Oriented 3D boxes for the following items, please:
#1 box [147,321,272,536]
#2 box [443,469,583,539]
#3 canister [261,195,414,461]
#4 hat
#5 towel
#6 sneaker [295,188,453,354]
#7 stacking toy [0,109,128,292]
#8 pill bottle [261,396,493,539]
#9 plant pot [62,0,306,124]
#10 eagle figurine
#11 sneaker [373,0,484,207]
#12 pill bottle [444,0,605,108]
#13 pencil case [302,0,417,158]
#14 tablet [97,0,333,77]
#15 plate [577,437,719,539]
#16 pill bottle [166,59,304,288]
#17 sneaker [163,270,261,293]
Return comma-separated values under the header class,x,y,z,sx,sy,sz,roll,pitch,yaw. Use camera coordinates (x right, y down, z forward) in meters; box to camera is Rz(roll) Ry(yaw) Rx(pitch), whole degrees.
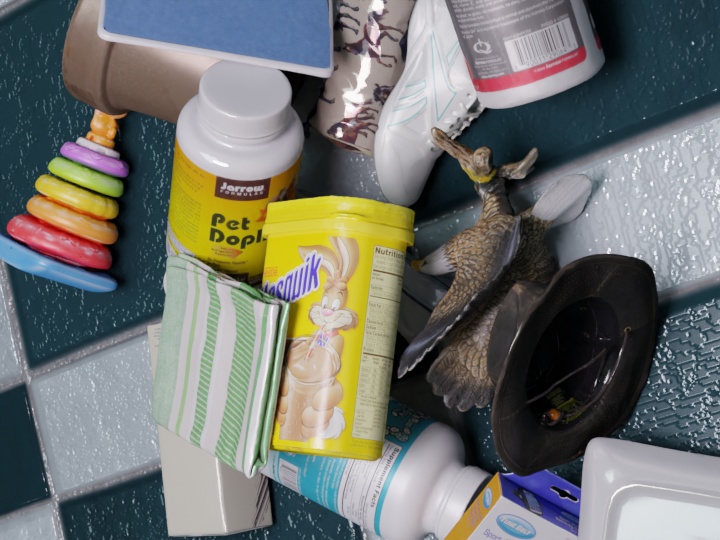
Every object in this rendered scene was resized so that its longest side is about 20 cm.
class,x,y,z,sx,sy,sz,roll,pitch,yaw
box,-0.140,0.143,1.777,0.082,0.068,0.202,-7,88,40
box,0.120,0.255,1.576,0.119,0.042,0.200,28,116,-16
canister,-0.028,0.048,1.545,0.148,0.086,0.202,-4,78,57
hat,0.150,0.059,1.506,0.081,0.200,0.202,38,112,40
towel,-0.121,0.077,1.577,0.200,0.023,0.154,20,105,57
sneaker,0.000,0.000,1.673,0.200,0.073,0.071,38,104,27
stacking toy,-0.269,-0.088,1.857,0.116,0.109,0.201,22,92,44
pill bottle,0.013,0.163,1.638,0.199,0.111,0.112,25,105,20
plant pot,-0.144,-0.202,1.718,0.174,0.200,0.201,32,110,13
eagle figurine,0.100,0.005,1.565,0.151,0.151,0.202,143,134,-62
sneaker,0.068,-0.144,1.627,0.080,0.070,0.202,22,106,23
pill bottle,0.116,-0.241,1.527,0.110,0.111,0.201,-9,108,35
pencil case,0.009,-0.204,1.660,0.089,0.077,0.202,26,106,41
tablet,-0.120,-0.222,1.611,0.014,0.198,0.131,109,164,-46
plate,0.260,0.243,1.492,0.198,0.032,0.201,8,97,19
pill bottle,-0.107,-0.081,1.636,0.109,0.109,0.201,42,143,27
sneaker,-0.076,0.032,1.731,0.199,0.079,0.079,31,123,5
